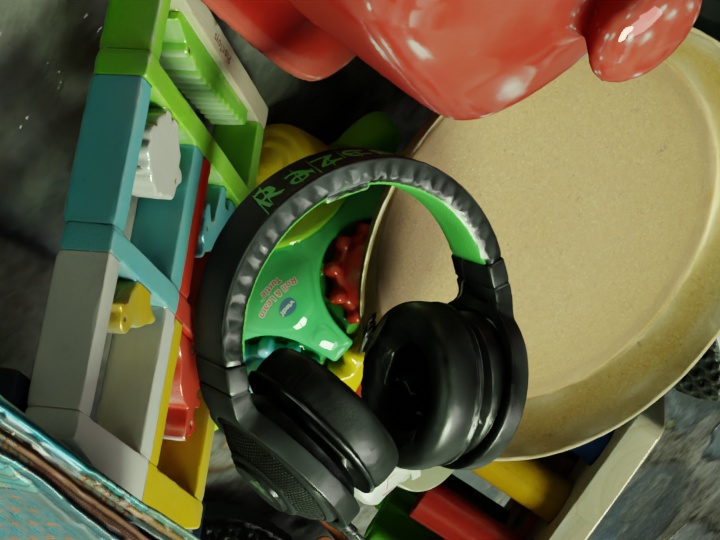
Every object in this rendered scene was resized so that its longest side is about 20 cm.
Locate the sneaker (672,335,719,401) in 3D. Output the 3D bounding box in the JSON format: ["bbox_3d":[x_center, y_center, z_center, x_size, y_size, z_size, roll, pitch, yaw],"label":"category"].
[{"bbox_3d":[0.179,-0.025,0.994,0.090,0.070,0.201,-39,120,-27],"label":"sneaker"}]

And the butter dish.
[{"bbox_3d":[0.052,-0.123,0.614,0.199,0.148,0.200,-44,157,4],"label":"butter dish"}]

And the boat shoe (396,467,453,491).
[{"bbox_3d":[0.068,0.036,1.041,0.202,0.074,0.063,-49,-162,-11],"label":"boat shoe"}]

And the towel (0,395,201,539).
[{"bbox_3d":[-0.153,0.079,0.583,0.199,0.022,0.147,-12,139,37],"label":"towel"}]

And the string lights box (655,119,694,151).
[{"bbox_3d":[0.097,-0.041,0.888,0.059,0.103,0.201,-28,154,-32],"label":"string lights box"}]

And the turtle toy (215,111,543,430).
[{"bbox_3d":[0.000,0.000,0.806,0.200,0.101,0.146,-48,157,9],"label":"turtle toy"}]

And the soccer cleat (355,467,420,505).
[{"bbox_3d":[0.029,0.064,0.889,0.199,0.087,0.070,-22,151,37],"label":"soccer cleat"}]

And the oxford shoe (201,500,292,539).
[{"bbox_3d":[-0.055,0.189,1.036,0.084,0.073,0.200,-47,132,12],"label":"oxford shoe"}]

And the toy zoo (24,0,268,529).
[{"bbox_3d":[-0.072,0.008,0.643,0.131,0.020,0.201,57,39,-67],"label":"toy zoo"}]

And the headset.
[{"bbox_3d":[-0.002,0.051,0.700,0.123,0.094,0.201,-20,110,-27],"label":"headset"}]

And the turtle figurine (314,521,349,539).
[{"bbox_3d":[-0.059,0.217,1.149,0.161,0.064,0.200,-36,148,-13],"label":"turtle figurine"}]

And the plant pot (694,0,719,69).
[{"bbox_3d":[0.226,-0.155,0.794,0.187,0.201,0.201,-8,142,-31],"label":"plant pot"}]

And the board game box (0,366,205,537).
[{"bbox_3d":[-0.150,0.072,0.670,0.200,0.135,0.035,56,42,-67],"label":"board game box"}]

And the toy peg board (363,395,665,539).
[{"bbox_3d":[0.085,0.113,1.094,0.200,0.097,0.200,-58,-179,18],"label":"toy peg board"}]

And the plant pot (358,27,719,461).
[{"bbox_3d":[0.083,-0.014,0.761,0.199,0.027,0.201,-14,123,-22],"label":"plant pot"}]
